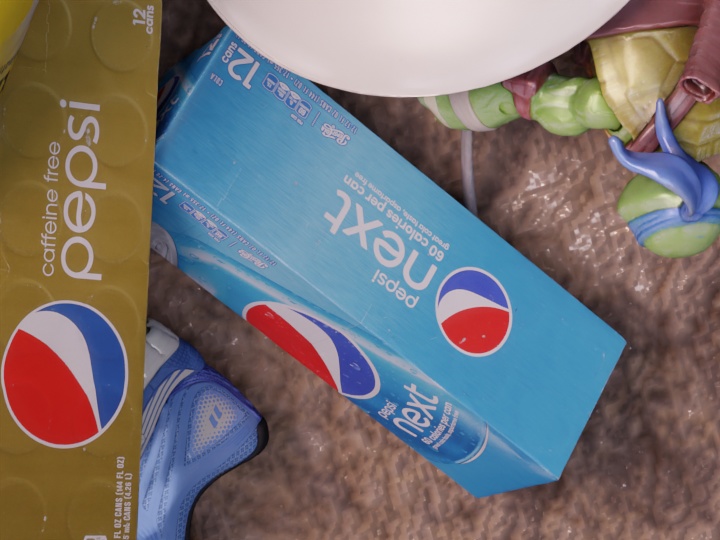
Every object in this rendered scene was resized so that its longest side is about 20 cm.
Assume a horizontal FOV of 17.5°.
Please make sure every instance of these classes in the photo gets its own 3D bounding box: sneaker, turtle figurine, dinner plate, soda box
[{"bbox_3d":[-0.104,0.123,0.902,0.089,0.079,0.201,32,100,-13],"label":"sneaker"},{"bbox_3d":[0.094,-0.099,0.875,0.143,0.200,0.196,-4,87,16],"label":"turtle figurine"},{"bbox_3d":[0.023,-0.158,0.809,0.198,0.024,0.202,-5,73,17],"label":"dinner plate"},{"bbox_3d":[-0.117,0.001,0.812,0.067,0.064,0.202,5,85,-37],"label":"soda box"},{"bbox_3d":[0.000,0.000,0.882,0.200,0.064,0.068,38,63,-15],"label":"soda box"}]

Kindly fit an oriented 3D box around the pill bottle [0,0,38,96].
[{"bbox_3d":[-0.171,-0.062,0.737,0.111,0.112,0.201,20,125,-13],"label":"pill bottle"}]
